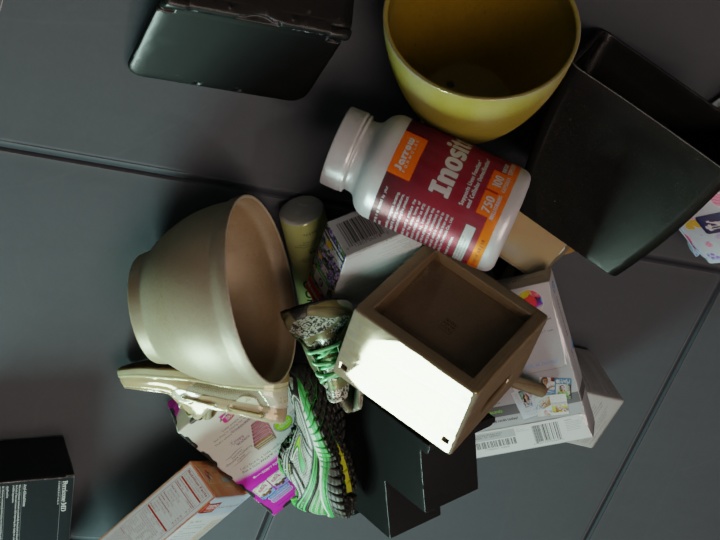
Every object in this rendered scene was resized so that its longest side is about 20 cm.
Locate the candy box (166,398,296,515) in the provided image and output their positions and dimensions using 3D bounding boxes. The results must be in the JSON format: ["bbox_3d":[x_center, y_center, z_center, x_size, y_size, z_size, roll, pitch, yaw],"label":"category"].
[{"bbox_3d":[-0.115,0.184,1.812,0.136,0.061,0.200,-38,129,4],"label":"candy box"}]

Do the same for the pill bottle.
[{"bbox_3d":[0.064,-0.088,1.562,0.198,0.113,0.114,24,116,3],"label":"pill bottle"}]

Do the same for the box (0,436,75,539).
[{"bbox_3d":[-0.407,0.297,1.757,0.140,0.079,0.202,-1,122,-19],"label":"box"}]

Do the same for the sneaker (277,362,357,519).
[{"bbox_3d":[-0.063,0.200,1.759,0.084,0.078,0.202,-2,114,16],"label":"sneaker"}]

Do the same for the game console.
[{"bbox_3d":[-0.117,-0.273,1.531,0.198,0.116,0.178,6,90,-26],"label":"game console"}]

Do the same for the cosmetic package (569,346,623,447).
[{"bbox_3d":[0.211,0.139,1.889,0.198,0.108,0.085,15,119,-28],"label":"cosmetic package"}]

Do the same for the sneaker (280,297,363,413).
[{"bbox_3d":[-0.027,0.095,1.663,0.076,0.089,0.200,-17,151,12],"label":"sneaker"}]

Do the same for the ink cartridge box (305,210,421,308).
[{"bbox_3d":[0.000,0.000,1.682,0.108,0.051,0.200,-22,157,-24],"label":"ink cartridge box"}]

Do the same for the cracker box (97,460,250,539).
[{"bbox_3d":[-0.235,0.305,1.806,0.200,0.058,0.134,-40,166,7],"label":"cracker box"}]

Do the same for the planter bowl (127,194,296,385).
[{"bbox_3d":[-0.164,0.031,1.623,0.133,0.201,0.201,-10,130,16],"label":"planter bowl"}]

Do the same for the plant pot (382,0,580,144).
[{"bbox_3d":[0.116,-0.213,1.580,0.198,0.201,0.142,-15,152,-13],"label":"plant pot"}]

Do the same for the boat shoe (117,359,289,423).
[{"bbox_3d":[-0.176,0.135,1.700,0.198,0.072,0.066,4,98,11],"label":"boat shoe"}]

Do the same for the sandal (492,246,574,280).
[{"bbox_3d":[0.239,-0.049,1.798,0.200,0.081,0.054,-46,142,13],"label":"sandal"}]

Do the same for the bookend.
[{"bbox_3d":[0.065,0.226,1.770,0.091,0.200,0.201,-20,119,-27],"label":"bookend"}]

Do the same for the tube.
[{"bbox_3d":[-0.046,0.007,1.733,0.057,0.052,0.201,7,135,20],"label":"tube"}]

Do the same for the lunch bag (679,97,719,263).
[{"bbox_3d":[0.457,-0.109,1.815,0.199,0.128,0.170,-33,127,10],"label":"lunch bag"}]

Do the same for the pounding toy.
[{"bbox_3d":[0.103,0.089,1.646,0.200,0.183,0.143,-41,159,-43],"label":"pounding toy"}]

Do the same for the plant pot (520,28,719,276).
[{"bbox_3d":[0.279,-0.116,1.651,0.199,0.200,0.178,34,116,4],"label":"plant pot"}]

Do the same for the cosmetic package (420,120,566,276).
[{"bbox_3d":[0.137,-0.082,1.712,0.199,0.105,0.071,30,109,-37],"label":"cosmetic package"}]

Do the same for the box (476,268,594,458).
[{"bbox_3d":[0.170,0.110,1.758,0.154,0.041,0.202,-13,111,17],"label":"box"}]
